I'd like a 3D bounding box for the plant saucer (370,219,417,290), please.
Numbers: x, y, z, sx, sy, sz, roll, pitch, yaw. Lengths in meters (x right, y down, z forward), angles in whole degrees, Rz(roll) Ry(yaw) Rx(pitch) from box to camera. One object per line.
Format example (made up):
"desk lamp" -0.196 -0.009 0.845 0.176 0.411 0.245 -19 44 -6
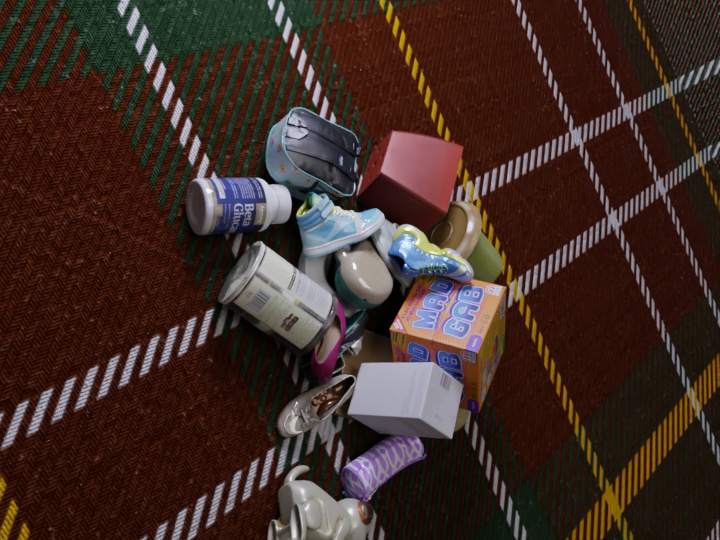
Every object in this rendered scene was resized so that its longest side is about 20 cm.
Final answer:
"plant saucer" 0.088 -0.053 1.558 0.201 0.050 0.201 52 16 -21

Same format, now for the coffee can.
"coffee can" -0.165 0.058 1.352 0.199 0.146 0.148 38 58 -21

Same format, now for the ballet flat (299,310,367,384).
"ballet flat" -0.045 0.171 1.449 0.200 0.073 0.073 -42 101 -24

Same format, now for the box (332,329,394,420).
"box" 0.020 0.240 1.510 0.162 0.021 0.203 21 65 -29

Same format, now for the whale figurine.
"whale figurine" 0.000 0.000 1.489 0.158 0.104 0.202 25 39 -26

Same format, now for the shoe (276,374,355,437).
"shoe" -0.089 0.275 1.391 0.199 0.053 0.071 -33 92 -28

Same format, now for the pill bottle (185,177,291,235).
"pill bottle" -0.245 -0.133 1.371 0.198 0.111 0.113 -7 80 -36

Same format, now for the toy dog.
"toy dog" -0.071 0.497 1.318 0.198 0.140 0.195 21 34 -28

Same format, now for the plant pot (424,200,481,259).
"plant pot" 0.197 -0.082 1.586 0.027 0.198 0.203 33 60 -35

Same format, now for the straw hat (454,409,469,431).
"straw hat" 0.219 0.290 1.599 0.199 0.085 0.204 11 71 -33

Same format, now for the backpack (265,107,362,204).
"backpack" -0.115 -0.249 1.472 0.199 0.152 0.178 27 60 -38

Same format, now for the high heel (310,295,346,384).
"high heel" -0.064 0.126 1.373 0.066 0.097 0.203 1 60 1

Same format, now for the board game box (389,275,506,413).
"board game box" 0.200 0.153 1.492 0.201 0.197 0.202 -56 149 -40

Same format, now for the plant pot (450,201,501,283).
"plant pot" 0.250 -0.038 1.669 0.183 0.199 0.203 34 59 -36

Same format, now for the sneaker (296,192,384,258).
"sneaker" -0.047 -0.121 1.437 0.198 0.079 0.132 -25 112 -17

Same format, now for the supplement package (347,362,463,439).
"supplement package" 0.093 0.270 1.402 0.121 0.198 0.121 38 58 -38

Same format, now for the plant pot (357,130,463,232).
"plant pot" 0.107 -0.217 1.609 0.174 0.200 0.202 26 62 -15

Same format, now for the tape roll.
"tape roll" -0.048 0.009 1.519 0.200 0.037 0.206 12 69 -33

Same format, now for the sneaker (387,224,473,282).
"sneaker" 0.144 -0.010 1.459 0.198 0.076 0.106 32 65 10

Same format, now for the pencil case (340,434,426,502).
"pencil case" 0.049 0.416 1.439 0.199 0.085 0.085 -27 58 -36
